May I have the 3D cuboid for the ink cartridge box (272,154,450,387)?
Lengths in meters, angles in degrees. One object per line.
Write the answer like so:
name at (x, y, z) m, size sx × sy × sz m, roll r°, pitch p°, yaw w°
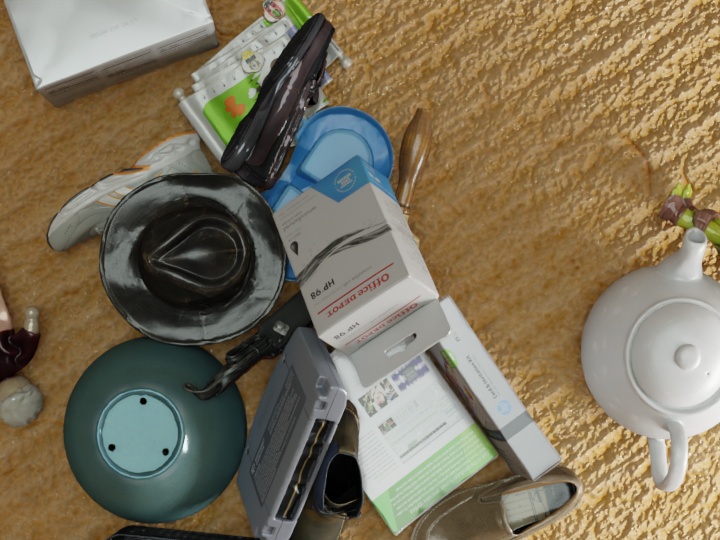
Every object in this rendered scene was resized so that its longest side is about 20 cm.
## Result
ink cartridge box at (0.000, 0.000, 1.405) m, size 0.115 × 0.067 × 0.202 m, roll -33°, pitch 55°, yaw 16°

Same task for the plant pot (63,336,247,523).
plant pot at (-0.221, 0.167, 1.462) m, size 0.197 × 0.135 × 0.203 m, roll 0°, pitch 85°, yaw -1°

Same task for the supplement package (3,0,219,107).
supplement package at (-0.272, -0.290, 1.506) m, size 0.198 × 0.111 × 0.158 m, roll -21°, pitch 87°, yaw -3°

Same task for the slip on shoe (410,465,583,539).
slip on shoe at (0.146, 0.265, 1.499) m, size 0.197 × 0.061 × 0.077 m, roll -18°, pitch 86°, yaw -3°

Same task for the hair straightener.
hair straightener at (-0.106, 0.071, 1.452) m, size 0.199 × 0.077 × 0.041 m, roll -33°, pitch 76°, yaw -39°

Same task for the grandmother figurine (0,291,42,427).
grandmother figurine at (-0.392, 0.071, 1.508) m, size 0.120 × 0.060 × 0.202 m, roll -21°, pitch 89°, yaw 25°

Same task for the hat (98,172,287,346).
hat at (-0.173, -0.011, 1.449) m, size 0.197 × 0.081 × 0.204 m, roll 0°, pitch 91°, yaw -6°

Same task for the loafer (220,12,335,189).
loafer at (-0.077, -0.179, 1.503) m, size 0.063 × 0.072 × 0.202 m, roll 35°, pitch 76°, yaw -20°

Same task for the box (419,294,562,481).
box at (0.127, 0.122, 1.462) m, size 0.041 × 0.156 × 0.201 m, roll -33°, pitch 88°, yaw -4°

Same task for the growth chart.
growth chart at (-0.105, -0.204, 1.541) m, size 0.145 × 0.018 × 0.200 m, roll 44°, pitch 78°, yaw 1°

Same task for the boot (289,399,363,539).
boot at (-0.040, 0.241, 1.453) m, size 0.074 × 0.097 × 0.203 m, roll 6°, pitch 109°, yaw -9°

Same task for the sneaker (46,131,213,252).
sneaker at (-0.242, -0.065, 1.512) m, size 0.199 × 0.076 × 0.093 m, roll -32°, pitch 91°, yaw -2°

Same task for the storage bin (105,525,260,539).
storage bin at (-0.177, 0.348, 1.471) m, size 0.197 × 0.094 × 0.137 m, roll 6°, pitch 86°, yaw -2°

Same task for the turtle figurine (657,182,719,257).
turtle figurine at (0.404, -0.033, 1.502) m, size 0.160 × 0.199 × 0.065 m, roll 34°, pitch 119°, yaw 23°

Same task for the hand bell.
hand bell at (0.044, -0.072, 1.487) m, size 0.103 × 0.104 × 0.203 m, roll 12°, pitch 91°, yaw 0°

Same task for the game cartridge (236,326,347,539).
game cartridge at (-0.074, 0.168, 1.447) m, size 0.040 × 0.134 × 0.202 m, roll 11°, pitch 115°, yaw -27°

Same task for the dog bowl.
dog bowl at (-0.045, -0.081, 1.527) m, size 0.111 × 0.050 × 0.201 m, roll 33°, pitch 85°, yaw 1°

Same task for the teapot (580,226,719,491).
teapot at (0.327, 0.092, 1.467) m, size 0.197 × 0.146 × 0.201 m, roll -40°, pitch 92°, yaw 1°

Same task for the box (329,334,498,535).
box at (0.035, 0.161, 1.518) m, size 0.144 × 0.036 × 0.201 m, roll -35°, pitch 86°, yaw -3°
